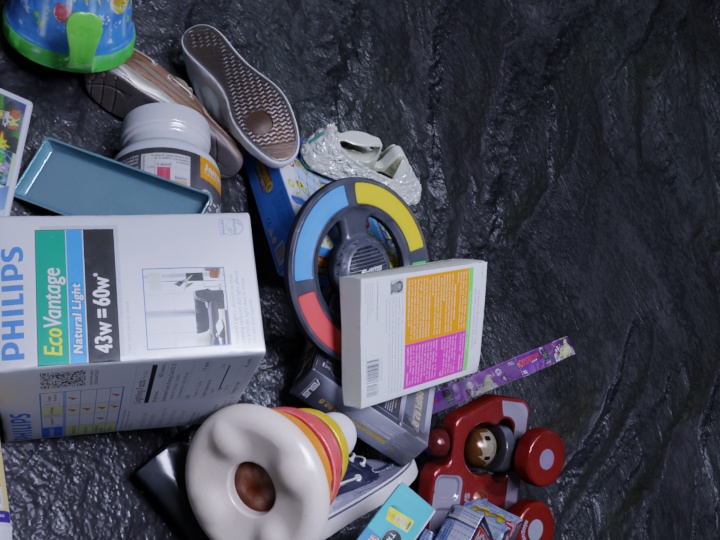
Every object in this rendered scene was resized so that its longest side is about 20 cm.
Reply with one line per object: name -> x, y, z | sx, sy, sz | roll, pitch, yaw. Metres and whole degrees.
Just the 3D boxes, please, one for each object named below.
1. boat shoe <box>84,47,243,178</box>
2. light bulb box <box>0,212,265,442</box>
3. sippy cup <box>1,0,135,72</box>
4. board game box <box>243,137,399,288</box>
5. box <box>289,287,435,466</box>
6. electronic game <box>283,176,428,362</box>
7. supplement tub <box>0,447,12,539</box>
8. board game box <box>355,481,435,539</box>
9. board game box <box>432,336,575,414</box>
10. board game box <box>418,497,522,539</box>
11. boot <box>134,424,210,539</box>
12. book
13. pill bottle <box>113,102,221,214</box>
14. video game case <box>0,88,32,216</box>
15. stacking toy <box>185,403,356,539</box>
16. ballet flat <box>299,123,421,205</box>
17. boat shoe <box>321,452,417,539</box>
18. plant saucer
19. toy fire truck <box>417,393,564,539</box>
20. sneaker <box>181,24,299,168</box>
boat shoe -> -0.208, -0.182, 1.016 | 0.200, 0.075, 0.072 | 39, 44, -25
light bulb box -> -0.198, 0.051, 0.760 | 0.198, 0.198, 0.126 | -2, 66, -19
sippy cup -> -0.289, -0.293, 0.919 | 0.177, 0.131, 0.139 | 38, 44, 16
board game box -> -0.030, -0.064, 1.094 | 0.195, 0.056, 0.201 | 16, 40, -38
box -> 0.014, 0.103, 1.048 | 0.158, 0.048, 0.201 | 35, 34, -15
electronic game -> 0.000, 0.000, 0.982 | 0.199, 0.041, 0.203 | 1, 88, -40
supplement tub -> -0.340, 0.122, 0.663 | 0.144, 0.145, 0.202 | 1, 67, -44
board game box -> -0.019, 0.315, 0.866 | 0.047, 0.152, 0.200 | 37, 41, 10
board game box -> 0.148, 0.135, 1.097 | 0.120, 0.199, 0.033 | -19, 81, -48
board game box -> 0.092, 0.312, 0.923 | 0.201, 0.061, 0.201 | -58, 150, -23
boot -> -0.142, 0.257, 0.843 | 0.201, 0.065, 0.165 | 60, 33, -5
book -> 0.060, 0.063, 0.987 | 0.199, 0.048, 0.135 | -8, 100, -46
pill bottle -> -0.199, -0.061, 0.926 | 0.116, 0.116, 0.202 | 17, 58, -38
video game case -> -0.402, -0.107, 0.821 | 0.181, 0.022, 0.202 | 23, 53, -35
stacking toy -> -0.056, 0.175, 0.861 | 0.147, 0.145, 0.200 | 63, 27, 3
ballet flat -> 0.017, -0.129, 1.112 | 0.199, 0.071, 0.073 | 13, 60, -42
boat shoe -> -0.019, 0.215, 0.980 | 0.199, 0.074, 0.094 | -20, 90, -48
plant saucer -> -0.235, -0.068, 0.862 | 0.070, 0.198, 0.019 | -64, 159, -18
toy fire truck -> 0.137, 0.245, 1.058 | 0.167, 0.112, 0.202 | 11, 86, -36
sneaker -> -0.138, -0.191, 1.064 | 0.072, 0.085, 0.201 | -30, 74, -21
